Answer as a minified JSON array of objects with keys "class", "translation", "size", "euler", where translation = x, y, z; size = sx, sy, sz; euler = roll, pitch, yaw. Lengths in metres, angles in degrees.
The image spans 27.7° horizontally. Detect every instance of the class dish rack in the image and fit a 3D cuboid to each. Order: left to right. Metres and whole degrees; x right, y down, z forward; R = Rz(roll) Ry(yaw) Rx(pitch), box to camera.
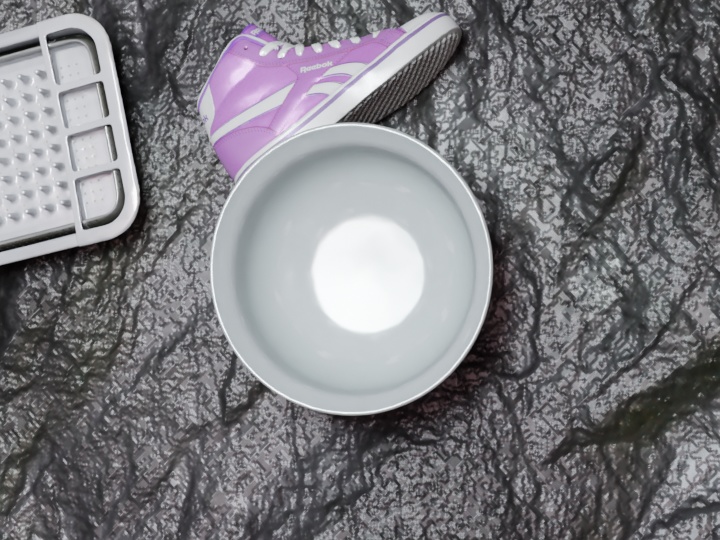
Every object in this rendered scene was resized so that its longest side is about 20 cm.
[{"class":"dish rack","translation":[-0.266,-0.092,1.116],"size":[0.198,0.044,0.174],"euler":[-13,86,10]}]

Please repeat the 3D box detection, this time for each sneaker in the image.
[{"class":"sneaker","translation":[-0.031,-0.152,1.061],"size":[0.199,0.073,0.115],"euler":[-33,76,5]}]

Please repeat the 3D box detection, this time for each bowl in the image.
[{"class":"bowl","translation":[0.000,0.000,1.037],"size":[0.199,0.090,0.204],"euler":[0,88,11]}]
